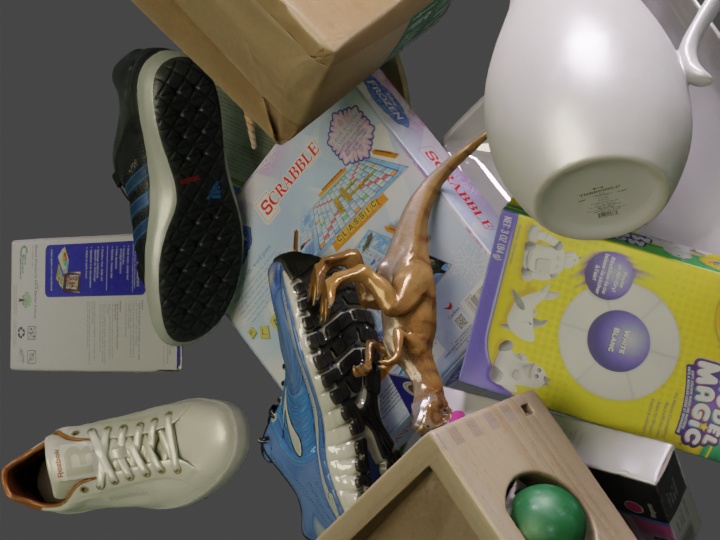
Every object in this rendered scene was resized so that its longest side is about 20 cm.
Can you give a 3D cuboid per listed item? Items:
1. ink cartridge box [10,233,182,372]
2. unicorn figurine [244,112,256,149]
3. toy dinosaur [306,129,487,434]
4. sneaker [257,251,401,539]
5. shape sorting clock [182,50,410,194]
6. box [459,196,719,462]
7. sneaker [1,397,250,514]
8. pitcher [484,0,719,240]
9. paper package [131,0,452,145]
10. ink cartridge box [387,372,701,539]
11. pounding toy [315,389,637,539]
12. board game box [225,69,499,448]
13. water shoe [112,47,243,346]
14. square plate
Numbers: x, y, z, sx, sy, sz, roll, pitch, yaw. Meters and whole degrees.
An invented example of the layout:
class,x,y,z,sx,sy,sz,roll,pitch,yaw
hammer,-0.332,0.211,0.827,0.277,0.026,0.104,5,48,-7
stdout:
class,x,y,z,sx,sy,sz,roll,pitch,yaw
ink cartridge box,-0.181,0.024,1.601,0.199,0.039,0.100,-1,87,46
unicorn figurine,-0.095,-0.205,1.493,0.137,0.074,0.201,21,76,20
toy dinosaur,0.025,0.006,1.380,0.060,0.105,0.201,138,136,-71
sneaker,-0.034,0.088,1.438,0.089,0.078,0.201,-10,93,34
shape sorting clock,-0.049,-0.108,1.537,0.199,0.039,0.201,8,104,34
box,0.169,0.040,1.340,0.199,0.048,0.118,16,107,9
sneaker,-0.172,0.140,1.583,0.199,0.084,0.073,-20,76,30
pitcher,0.155,-0.128,1.316,0.171,0.121,0.201,-16,53,16
paper package,-0.041,-0.211,1.404,0.191,0.200,0.104,45,140,4
ink cartridge box,0.110,0.121,1.382,0.199,0.095,0.037,15,61,30
pounding toy,0.103,0.180,1.300,0.185,0.142,0.200,56,130,15
board game box,0.000,0.000,1.471,0.200,0.041,0.200,52,123,17
water shoe,-0.127,-0.051,1.496,0.079,0.071,0.201,20,114,55
square plate,0.171,-0.070,1.396,0.198,0.028,0.201,-44,66,24
